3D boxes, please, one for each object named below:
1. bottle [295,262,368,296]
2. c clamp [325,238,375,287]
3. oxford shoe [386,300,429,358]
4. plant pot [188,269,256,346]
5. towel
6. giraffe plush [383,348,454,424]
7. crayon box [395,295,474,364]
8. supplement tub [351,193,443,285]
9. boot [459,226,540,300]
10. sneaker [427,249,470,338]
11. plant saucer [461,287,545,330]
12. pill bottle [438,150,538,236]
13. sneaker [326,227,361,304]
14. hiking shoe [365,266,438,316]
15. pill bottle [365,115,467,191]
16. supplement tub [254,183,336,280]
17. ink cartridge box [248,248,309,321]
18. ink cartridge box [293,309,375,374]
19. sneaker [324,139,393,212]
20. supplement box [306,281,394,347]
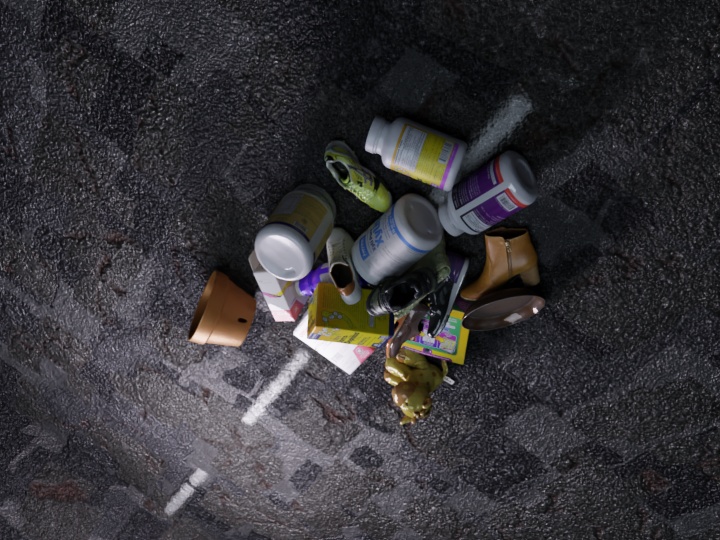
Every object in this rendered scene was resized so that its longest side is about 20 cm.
[{"bbox_3d":[-0.074,0.023,1.625,0.195,0.066,0.085,-14,119,32],"label":"bottle"},{"bbox_3d":[0.000,0.000,1.636,0.195,0.027,0.175,19,127,12],"label":"c clamp"},{"bbox_3d":[0.113,0.151,1.595,0.071,0.072,0.203,21,132,3],"label":"oxford shoe"},{"bbox_3d":[-0.375,0.119,1.803,0.137,0.204,0.201,22,136,-19],"label":"plant pot"},{"bbox_3d":[0.133,0.005,1.490,0.036,0.151,0.201,22,130,-24],"label":"towel"},{"bbox_3d":[0.141,0.319,1.732,0.194,0.164,0.176,16,133,11],"label":"giraffe plush"},{"bbox_3d":[0.180,0.132,1.635,0.194,0.059,0.176,14,130,14],"label":"crayon box"},{"bbox_3d":[0.081,-0.066,1.460,0.131,0.133,0.199,39,135,-11],"label":"supplement tub"},{"bbox_3d":[0.296,-0.019,1.455,0.196,0.071,0.147,-14,118,25],"label":"boot"},{"bbox_3d":[0.179,0.051,1.513,0.085,0.076,0.205,21,95,1],"label":"sneaker"},{"bbox_3d":[0.321,0.086,1.488,0.194,0.033,0.201,-11,155,-5],"label":"plant saucer"},{"bbox_3d":[0.255,-0.149,1.331,0.113,0.114,0.198,46,132,-17],"label":"pill bottle"},{"bbox_3d":[-0.042,-0.028,1.517,0.071,0.204,0.085,-22,149,9],"label":"sneaker"},{"bbox_3d":[0.070,0.051,1.412,0.198,0.100,0.077,-30,85,39],"label":"hiking shoe"},{"bbox_3d":[0.111,-0.244,1.325,0.195,0.105,0.106,23,134,6],"label":"pill bottle"},{"bbox_3d":[-0.144,-0.093,1.500,0.141,0.202,0.149,12,132,14],"label":"supplement tub"},{"bbox_3d":[-0.205,0.015,1.674,0.066,0.118,0.204,-2,127,26],"label":"ink cartridge box"},{"bbox_3d":[-0.062,0.165,1.755,0.198,0.085,0.145,35,133,-8],"label":"ink cartridge box"},{"bbox_3d":[-0.010,-0.194,1.441,0.199,0.077,0.075,41,130,-15],"label":"sneaker"},{"bbox_3d":[-0.024,0.111,1.581,0.194,0.113,0.109,8,157,-14],"label":"supplement box"}]
